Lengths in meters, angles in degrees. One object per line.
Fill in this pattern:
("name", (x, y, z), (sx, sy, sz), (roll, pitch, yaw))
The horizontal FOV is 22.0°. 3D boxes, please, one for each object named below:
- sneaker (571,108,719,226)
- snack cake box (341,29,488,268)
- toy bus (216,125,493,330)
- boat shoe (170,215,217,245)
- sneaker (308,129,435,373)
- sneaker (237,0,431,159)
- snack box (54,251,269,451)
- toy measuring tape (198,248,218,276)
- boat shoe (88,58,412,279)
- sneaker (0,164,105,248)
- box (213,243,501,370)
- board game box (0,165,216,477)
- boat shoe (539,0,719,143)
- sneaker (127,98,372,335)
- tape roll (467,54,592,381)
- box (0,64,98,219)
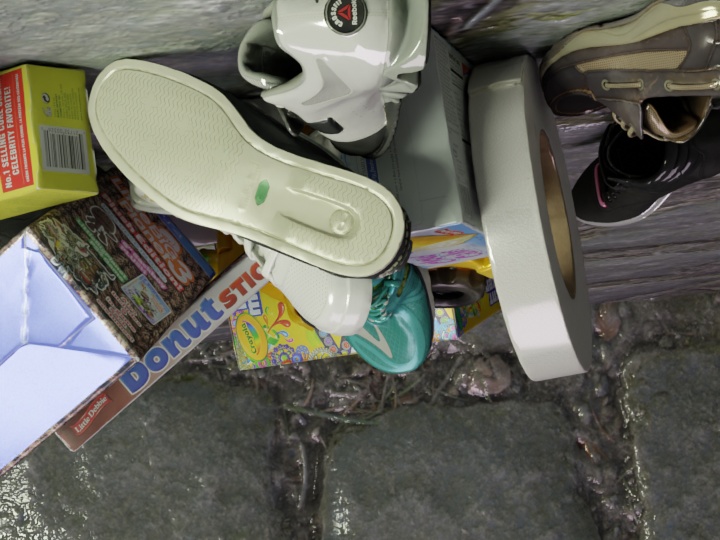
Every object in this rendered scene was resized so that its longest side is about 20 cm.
("sneaker", (0.209, -0.084, 1.473), (0.099, 0.071, 0.200), (-1, 166, -35))
("snack cake box", (0.042, -0.070, 1.137), (0.067, 0.116, 0.200), (-11, 173, 13))
("toy bus", (-0.013, -0.051, 1.296), (0.199, 0.137, 0.192), (-14, 156, 33))
("boat shoe", (-0.114, -0.050, 1.381), (0.056, 0.069, 0.199), (-11, 176, 35))
("sneaker", (0.000, 0.000, 1.204), (0.077, 0.080, 0.201), (-15, 131, 7))
("sneaker", (-0.019, -0.108, 0.948), (0.088, 0.075, 0.200), (0, 167, -5))
("snack box", (-0.116, 0.040, 1.198), (0.200, 0.024, 0.072), (-41, -174, -4))
("toy measuring tape", (-0.198, -0.003, 1.373), (0.199, 0.074, 0.074), (-2, 173, -19))
("boat shoe", (-0.061, -0.052, 1.024), (0.199, 0.072, 0.068), (28, -174, 12))
("sneaker", (-0.220, -0.053, 1.217), (0.090, 0.076, 0.200), (-22, 172, 30))
("box", (0.010, -0.006, 1.544), (0.191, 0.123, 0.200), (-9, -174, 21))
("board game box", (-0.195, 0.036, 1.123), (0.159, 0.097, 0.200), (-39, -174, 16))
("boat shoe", (0.169, -0.111, 1.092), (0.074, 0.074, 0.200), (-5, 174, -24))
("sneaker", (-0.078, -0.032, 1.106), (0.115, 0.200, 0.074), (0, 128, -33))
("tape roll", (0.107, -0.033, 1.155), (0.037, 0.204, 0.203), (-11, 174, 13))
("box", (-0.240, -0.061, 1.073), (0.199, 0.076, 0.050), (-10, 174, 36))
